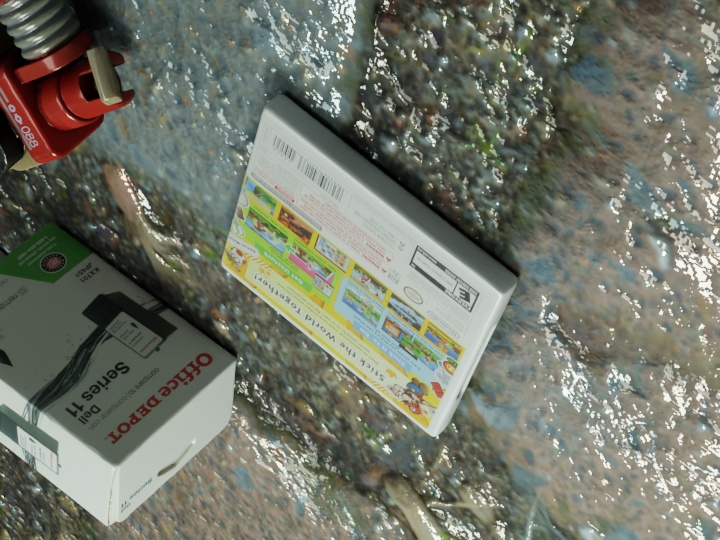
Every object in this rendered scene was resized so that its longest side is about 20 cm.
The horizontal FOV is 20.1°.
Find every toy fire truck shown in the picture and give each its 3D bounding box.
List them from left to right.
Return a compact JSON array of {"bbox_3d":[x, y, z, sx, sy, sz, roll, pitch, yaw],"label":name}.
[{"bbox_3d":[-0.219,-0.159,1.364,0.200,0.129,0.176,-13,114,40],"label":"toy fire truck"}]

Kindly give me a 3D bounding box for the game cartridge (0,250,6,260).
[{"bbox_3d":[-0.319,0.053,1.753,0.130,0.038,0.200,42,146,17],"label":"game cartridge"}]

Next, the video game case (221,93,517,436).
[{"bbox_3d":[0.000,0.000,1.353,0.200,0.023,0.182,38,145,13],"label":"video game case"}]

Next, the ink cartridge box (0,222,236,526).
[{"bbox_3d":[-0.214,0.077,1.559,0.200,0.147,0.083,35,143,17],"label":"ink cartridge box"}]
